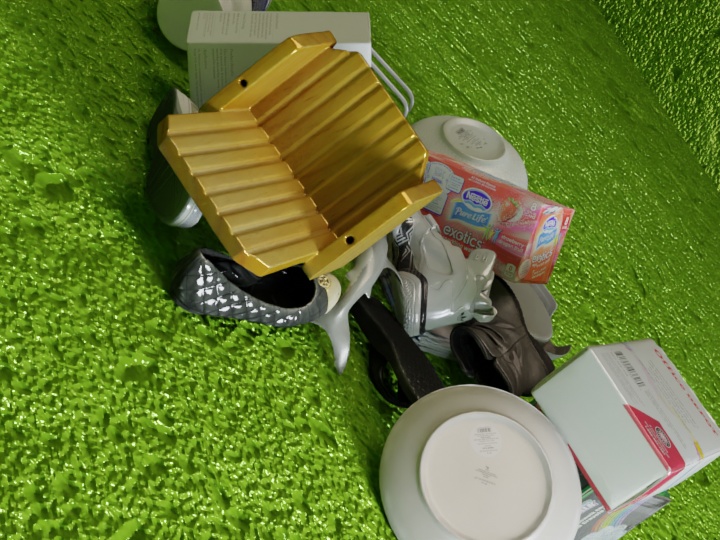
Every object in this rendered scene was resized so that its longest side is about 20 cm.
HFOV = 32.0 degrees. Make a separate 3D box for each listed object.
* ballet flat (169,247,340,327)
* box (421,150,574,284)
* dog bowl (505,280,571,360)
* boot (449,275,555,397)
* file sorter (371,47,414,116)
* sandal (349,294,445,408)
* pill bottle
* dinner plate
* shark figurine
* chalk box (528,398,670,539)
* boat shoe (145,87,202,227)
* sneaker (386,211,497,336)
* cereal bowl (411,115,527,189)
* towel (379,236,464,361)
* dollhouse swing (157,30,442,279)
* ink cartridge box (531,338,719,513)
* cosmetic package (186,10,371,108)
[{"bbox_3d":[-0.089,0.014,1.174,0.199,0.057,0.067,3,51,-45],"label":"ballet flat"},{"bbox_3d":[0.144,-0.067,1.524,0.199,0.103,0.094,26,12,32],"label":"box"},{"bbox_3d":[0.186,0.045,1.625,0.200,0.059,0.201,37,26,-22],"label":"dog bowl"},{"bbox_3d":[0.140,0.066,1.451,0.200,0.070,0.131,52,26,23],"label":"boot"},{"bbox_3d":[-0.028,-0.196,1.541,0.139,0.124,0.200,47,23,-4],"label":"file sorter"},{"bbox_3d":[0.036,0.099,1.317,0.075,0.048,0.201,26,20,-38],"label":"sandal"},{"bbox_3d":[-0.176,-0.328,1.503,0.111,0.111,0.200,43,24,-11],"label":"pill bottle"},{"bbox_3d":[0.116,0.198,1.173,0.198,0.024,0.202,6,61,-11],"label":"dinner plate"},{"bbox_3d":[0.010,0.003,1.316,0.090,0.128,0.215,48,23,-25],"label":"shark figurine"},{"bbox_3d":[0.215,0.213,1.342,0.199,0.124,0.124,23,34,-46],"label":"chalk box"},{"bbox_3d":[-0.168,-0.107,1.236,0.064,0.075,0.203,27,24,-28],"label":"boat shoe"},{"bbox_3d":[0.091,-0.016,1.427,0.114,0.075,0.201,-3,55,-4],"label":"sneaker"},{"bbox_3d":[0.143,-0.148,1.718,0.198,0.084,0.201,14,41,-12],"label":"cereal bowl"},{"bbox_3d":[0.074,0.024,1.510,0.146,0.024,0.201,22,35,-47],"label":"towel"},{"bbox_3d":[-0.056,-0.113,1.168,0.201,0.181,0.176,56,11,8],"label":"dollhouse swing"},{"bbox_3d":[0.280,0.154,1.286,0.199,0.086,0.148,4,50,-59],"label":"ink cartridge box"},{"bbox_3d":[-0.087,-0.216,1.365,0.198,0.114,0.081,1,37,-4],"label":"cosmetic package"}]
